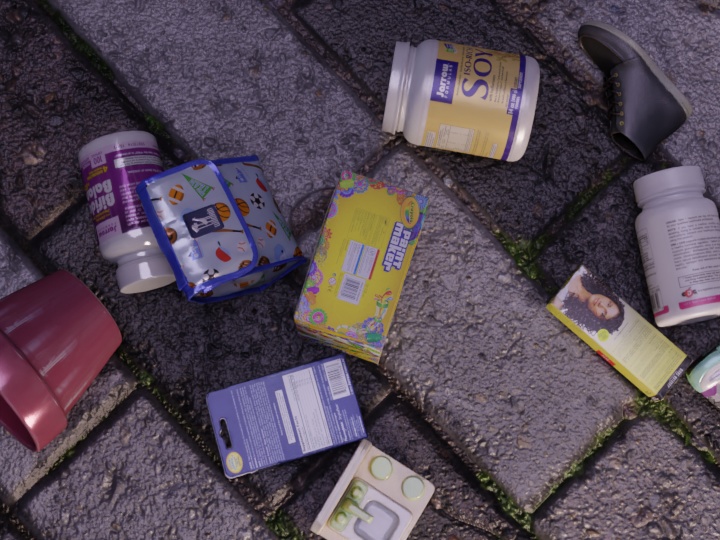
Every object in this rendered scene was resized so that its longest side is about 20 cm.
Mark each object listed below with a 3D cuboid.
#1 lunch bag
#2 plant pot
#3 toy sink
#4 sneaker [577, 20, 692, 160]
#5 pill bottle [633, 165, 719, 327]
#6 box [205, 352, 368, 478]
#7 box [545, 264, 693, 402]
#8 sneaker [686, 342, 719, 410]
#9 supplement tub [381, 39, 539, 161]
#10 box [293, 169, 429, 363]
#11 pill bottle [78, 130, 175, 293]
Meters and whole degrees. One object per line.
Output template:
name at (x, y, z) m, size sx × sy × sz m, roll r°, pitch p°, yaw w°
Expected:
lunch bag at (-0.188, -0.053, 1.707) m, size 0.123 × 0.199 × 0.172 m, roll -34°, pitch 77°, yaw 35°
plant pot at (-0.418, 0.103, 1.698) m, size 0.179 × 0.200 × 0.200 m, roll -41°, pitch 83°, yaw -23°
toy sink at (0.015, 0.301, 1.661) m, size 0.111 × 0.200 × 0.131 m, roll 31°, pitch 80°, yaw 4°
sneaker at (0.361, -0.254, 1.827) m, size 0.200 × 0.075 × 0.106 m, roll 44°, pitch 80°, yaw 5°
pill bottle at (0.437, -0.032, 1.772) m, size 0.112 × 0.113 × 0.203 m, roll -10°, pitch 81°, yaw -3°
box at (-0.100, 0.197, 1.760) m, size 0.197 × 0.032 × 0.123 m, roll -15°, pitch 81°, yaw -6°
box at (0.352, 0.087, 1.782) m, size 0.199 × 0.050 × 0.075 m, roll 40°, pitch 82°, yaw 5°
sneaker at (0.557, 0.127, 1.773) m, size 0.200 × 0.078 × 0.140 m, roll -42°, pitch 85°, yaw 2°
supplement tub at (0.135, -0.235, 1.783) m, size 0.197 × 0.145 × 0.147 m, roll 10°, pitch 80°, yaw 0°
box at (0.000, 0.000, 1.715) m, size 0.121 × 0.193 × 0.202 m, roll 18°, pitch 81°, yaw 2°
pill bottle at (-0.308, -0.077, 1.761) m, size 0.111 × 0.112 × 0.202 m, roll -15°, pitch 80°, yaw -4°
